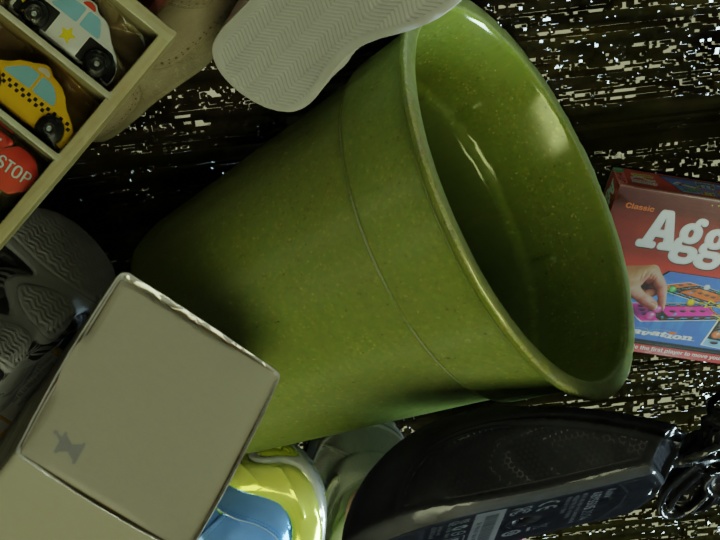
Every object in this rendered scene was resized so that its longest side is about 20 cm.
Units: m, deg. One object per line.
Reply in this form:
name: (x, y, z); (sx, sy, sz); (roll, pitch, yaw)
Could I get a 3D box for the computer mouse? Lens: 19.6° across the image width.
computer mouse: (0.083, 0.086, 0.932); (0.199, 0.053, 0.139); (-10, 160, -12)

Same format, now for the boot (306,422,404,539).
boot: (-0.013, 0.179, 1.152); (0.073, 0.096, 0.200); (3, 125, -9)

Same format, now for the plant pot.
plant pot: (0.000, 0.000, 0.986); (0.190, 0.200, 0.200); (-25, 126, 26)

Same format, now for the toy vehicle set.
toy vehicle set: (-0.194, -0.114, 0.878); (0.200, 0.027, 0.124); (38, 80, -4)

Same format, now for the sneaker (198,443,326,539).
sneaker: (-0.075, 0.182, 1.078); (0.105, 0.076, 0.201); (-19, 122, -35)

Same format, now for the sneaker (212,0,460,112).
sneaker: (0.014, -0.151, 0.875); (0.074, 0.116, 0.200); (40, 150, -14)

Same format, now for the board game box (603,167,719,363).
board game box: (0.213, 0.006, 1.103); (0.199, 0.019, 0.103); (8, 123, -13)

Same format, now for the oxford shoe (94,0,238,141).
oxford shoe: (-0.081, -0.137, 0.948); (0.200, 0.071, 0.075); (-41, 152, 15)

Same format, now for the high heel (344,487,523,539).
high heel: (0.080, 0.121, 1.074); (0.096, 0.200, 0.068); (5, 89, 31)

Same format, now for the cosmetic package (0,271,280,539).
cosmetic package: (-0.123, 0.096, 0.950); (0.087, 0.104, 0.200); (32, 150, -7)

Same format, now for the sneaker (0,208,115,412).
sneaker: (-0.195, 0.042, 0.927); (0.075, 0.200, 0.115); (48, 116, 6)

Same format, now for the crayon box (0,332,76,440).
crayon box: (-0.146, 0.101, 1.106); (0.200, 0.052, 0.126); (37, 113, -27)
